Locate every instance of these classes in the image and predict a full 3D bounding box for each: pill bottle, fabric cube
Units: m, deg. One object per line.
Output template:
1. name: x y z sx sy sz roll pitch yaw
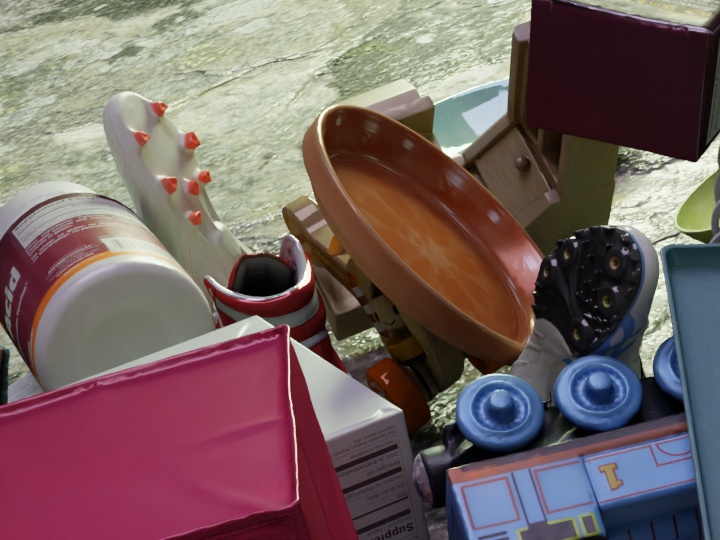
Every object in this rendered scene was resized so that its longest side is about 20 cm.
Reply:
1. pill bottle: -0.173 0.017 1.555 0.114 0.115 0.200 -22 25 -13
2. fabric cube: -0.092 0.173 1.114 0.195 0.200 0.200 -15 22 4

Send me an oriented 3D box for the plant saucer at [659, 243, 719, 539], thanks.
1. plant saucer: 0.193 0.077 1.205 0.069 0.019 0.201 -2 62 -6

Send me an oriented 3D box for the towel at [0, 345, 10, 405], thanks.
1. towel: -0.278 0.104 1.514 0.022 0.148 0.199 -4 9 -43

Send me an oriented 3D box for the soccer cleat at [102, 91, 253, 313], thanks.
1. soccer cleat: -0.125 -0.029 1.641 0.077 0.200 0.069 -18 29 31

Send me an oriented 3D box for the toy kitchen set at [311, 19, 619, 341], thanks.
1. toy kitchen set: 0.043 -0.092 1.594 0.199 0.181 0.164 -21 64 -10

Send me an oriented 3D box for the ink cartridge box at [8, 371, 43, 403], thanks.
1. ink cartridge box: -0.170 0.116 1.536 0.199 0.048 0.160 13 36 44

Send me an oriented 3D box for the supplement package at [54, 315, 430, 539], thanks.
1. supplement package: -0.075 0.123 1.332 0.155 0.111 0.200 -20 20 -20

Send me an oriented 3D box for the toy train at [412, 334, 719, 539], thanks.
1. toy train: 0.129 0.106 1.242 0.199 0.087 0.115 -12 54 -7

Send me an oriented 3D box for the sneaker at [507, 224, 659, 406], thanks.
1. sneaker: 0.127 0.038 1.316 0.072 0.200 0.072 -6 59 -18

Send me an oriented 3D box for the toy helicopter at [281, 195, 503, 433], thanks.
1. toy helicopter: 0.000 0.000 1.503 0.079 0.133 0.200 -35 37 -11

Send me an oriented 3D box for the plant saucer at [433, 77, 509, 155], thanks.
1. plant saucer: 0.110 -0.094 1.829 0.200 0.039 0.201 -16 22 6

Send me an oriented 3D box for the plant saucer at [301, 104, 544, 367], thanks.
1. plant saucer: 0.043 -0.016 1.434 0.032 0.200 0.200 -47 12 22

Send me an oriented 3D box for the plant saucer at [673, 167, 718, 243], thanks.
1. plant saucer: 0.295 -0.067 1.572 0.199 0.031 0.200 -31 10 6

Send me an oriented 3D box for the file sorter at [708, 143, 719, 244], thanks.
1. file sorter: 0.271 -0.016 1.384 0.124 0.139 0.200 -14 21 17

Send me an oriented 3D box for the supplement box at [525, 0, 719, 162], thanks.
1. supplement box: 0.185 -0.152 1.458 0.110 0.086 0.200 14 33 21

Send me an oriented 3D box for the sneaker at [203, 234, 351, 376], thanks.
1. sneaker: -0.077 0.029 1.569 0.071 0.113 0.200 -29 24 -26
